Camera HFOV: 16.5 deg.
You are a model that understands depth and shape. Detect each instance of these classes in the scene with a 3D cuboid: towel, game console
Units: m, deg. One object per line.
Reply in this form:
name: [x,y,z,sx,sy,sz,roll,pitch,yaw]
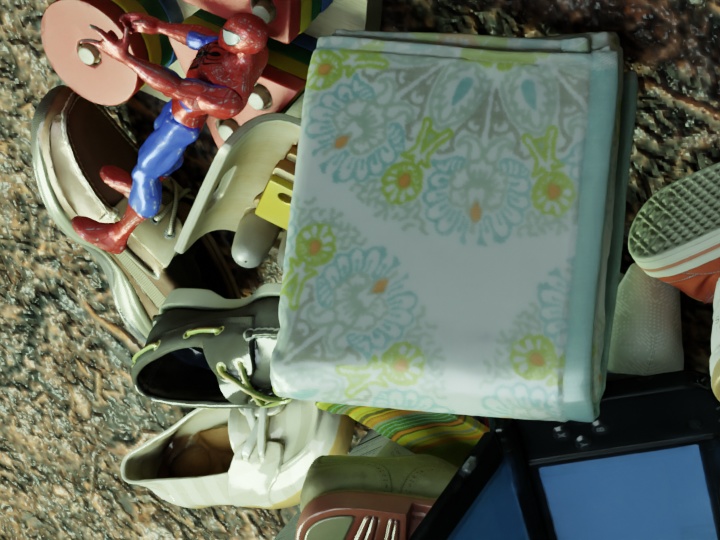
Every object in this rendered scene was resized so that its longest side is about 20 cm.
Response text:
towel: [0.049,-0.027,1.265,0.170,0.201,0.048,3,168,18]
game console: [0.116,0.166,1.291,0.175,0.117,0.201,-9,135,9]
towel: [0.073,0.112,1.420,0.199,0.018,0.086,30,161,-17]

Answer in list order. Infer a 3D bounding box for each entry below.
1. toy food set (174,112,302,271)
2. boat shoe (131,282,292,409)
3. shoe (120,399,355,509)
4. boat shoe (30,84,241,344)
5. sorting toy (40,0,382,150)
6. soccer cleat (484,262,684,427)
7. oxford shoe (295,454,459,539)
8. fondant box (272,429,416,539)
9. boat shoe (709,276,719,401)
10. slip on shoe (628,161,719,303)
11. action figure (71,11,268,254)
toy food set: [0.000,0.000,1.373,0.199,0.061,0.144,26,152,-3]
boat shoe: [-0.060,0.050,1.404,0.072,0.061,0.201,44,155,-26]
shoe: [-0.079,0.115,1.564,0.053,0.070,0.200,19,155,-35]
boat shoe: [-0.128,-0.035,1.484,0.071,0.076,0.200,-2,138,29]
sorting toy: [-0.091,-0.152,1.364,0.199,0.070,0.200,24,135,21]
soccer cleat: [0.128,0.050,1.368,0.069,0.087,0.200,15,163,-15]
oxford shoe: [0.064,0.133,1.393,0.199,0.075,0.071,9,127,-7]
fondant box: [0.022,0.189,1.453,0.144,0.200,0.058,51,141,-8]
boat shoe: [0.224,0.051,1.253,0.070,0.070,0.200,-14,153,17]
slip on shoe: [0.223,-0.029,1.225,0.061,0.074,0.199,37,143,-29]
action figure: [-0.118,-0.093,1.326,0.099,0.065,0.200,33,140,-13]
